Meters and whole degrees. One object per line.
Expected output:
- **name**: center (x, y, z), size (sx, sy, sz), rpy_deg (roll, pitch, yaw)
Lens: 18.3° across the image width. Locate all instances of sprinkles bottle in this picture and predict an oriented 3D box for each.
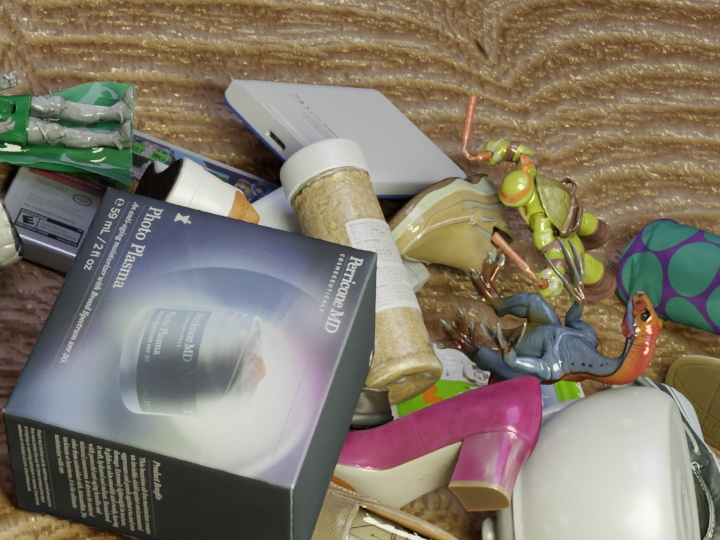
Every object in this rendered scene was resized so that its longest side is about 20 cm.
- **sprinkles bottle**: center (0.000, 0.000, 1.683), size (0.068, 0.068, 0.201), rpy_deg (-4, 61, -33)

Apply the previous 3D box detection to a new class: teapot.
- **teapot**: center (0.157, 0.175, 1.560), size (0.145, 0.200, 0.199), rpy_deg (-7, 78, 14)

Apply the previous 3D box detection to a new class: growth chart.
- **growth chart**: center (0.094, 0.100, 1.725), size (0.198, 0.018, 0.145), rpy_deg (2, 43, -26)

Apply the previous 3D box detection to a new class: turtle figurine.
- **turtle figurine**: center (0.153, -0.050, 1.831), size (0.161, 0.064, 0.201), rpy_deg (38, 25, -48)

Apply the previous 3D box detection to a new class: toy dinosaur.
- **toy dinosaur**: center (0.145, 0.048, 1.587), size (0.181, 0.200, 0.105), rpy_deg (27, 72, 38)

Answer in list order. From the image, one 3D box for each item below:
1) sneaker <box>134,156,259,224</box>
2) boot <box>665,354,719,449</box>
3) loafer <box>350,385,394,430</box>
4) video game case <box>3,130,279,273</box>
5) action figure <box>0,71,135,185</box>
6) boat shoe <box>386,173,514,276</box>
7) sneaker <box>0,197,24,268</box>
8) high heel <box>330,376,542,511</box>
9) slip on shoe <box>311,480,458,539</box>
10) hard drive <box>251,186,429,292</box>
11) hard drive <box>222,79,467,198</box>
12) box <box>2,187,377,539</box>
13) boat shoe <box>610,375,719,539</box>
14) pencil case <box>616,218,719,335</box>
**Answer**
- **sneaker**: center (-0.126, -0.032, 1.625), size (0.084, 0.073, 0.200), rpy_deg (28, -7, -15)
- **boot**: center (0.359, 0.103, 1.823), size (0.199, 0.073, 0.154), rpy_deg (18, 23, 21)
- **loafer**: center (-0.063, 0.057, 1.607), size (0.199, 0.072, 0.073), rpy_deg (22, -2, 9)
- **video game case**: center (-0.173, -0.044, 1.746), size (0.198, 0.023, 0.183), rpy_deg (20, 37, -4)
- **action figure**: center (-0.275, -0.115, 1.727), size (0.198, 0.055, 0.119), rpy_deg (0, 40, -4)
- **boat shoe**: center (0.081, -0.030, 1.808), size (0.076, 0.072, 0.200), rpy_deg (54, 27, 7)
- **sneaker**: center (-0.327, -0.075, 1.636), size (0.090, 0.079, 0.201), rpy_deg (-30, 67, -10)
- **high heel**: center (0.031, 0.114, 1.555), size (0.199, 0.067, 0.096), rpy_deg (-4, 50, 35)
- **slip on shoe**: center (-0.019, 0.177, 1.514), size (0.199, 0.061, 0.076), rpy_deg (25, 62, -6)
- **hard drive**: center (-0.043, -0.001, 1.737), size (0.132, 0.027, 0.200), rpy_deg (44, 36, 9)
- **hard drive**: center (-0.010, -0.108, 1.866), size (0.132, 0.025, 0.199), rpy_deg (45, 25, 25)
- **box**: center (-0.106, 0.072, 1.485), size (0.197, 0.124, 0.201), rpy_deg (14, 53, 8)
- **boat shoe**: center (0.231, 0.152, 1.686), size (0.071, 0.072, 0.200), rpy_deg (28, 21, -29)
- **pencil case**: center (0.305, 0.017, 1.823), size (0.092, 0.086, 0.199), rpy_deg (17, 2, -42)
